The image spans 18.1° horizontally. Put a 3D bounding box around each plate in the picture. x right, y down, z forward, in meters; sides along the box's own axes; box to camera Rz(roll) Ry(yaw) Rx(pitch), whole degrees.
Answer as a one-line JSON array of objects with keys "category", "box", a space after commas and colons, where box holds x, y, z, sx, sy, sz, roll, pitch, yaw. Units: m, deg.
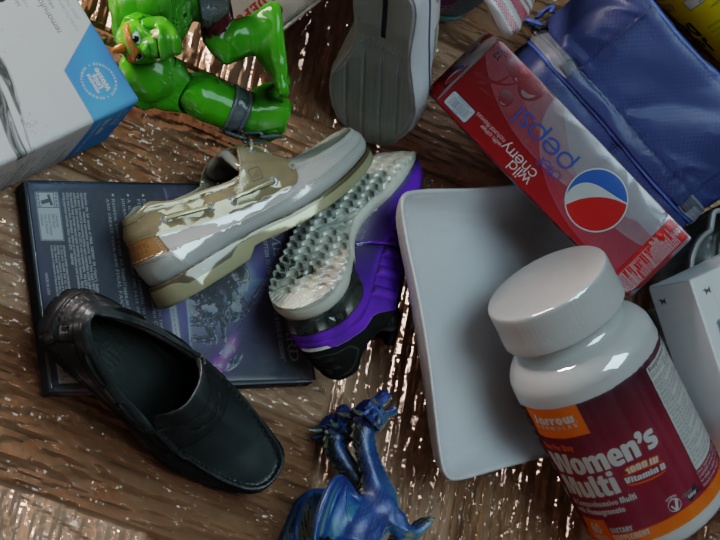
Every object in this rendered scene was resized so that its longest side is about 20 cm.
[{"category": "plate", "box": [0.097, 0.039, 1.606, 0.199, 0.032, 0.201, -7, 88, -49]}]

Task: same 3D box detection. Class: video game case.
[{"category": "video game case", "box": [-0.129, 0.011, 1.517, 0.199, 0.019, 0.143, 0, 74, -33]}]

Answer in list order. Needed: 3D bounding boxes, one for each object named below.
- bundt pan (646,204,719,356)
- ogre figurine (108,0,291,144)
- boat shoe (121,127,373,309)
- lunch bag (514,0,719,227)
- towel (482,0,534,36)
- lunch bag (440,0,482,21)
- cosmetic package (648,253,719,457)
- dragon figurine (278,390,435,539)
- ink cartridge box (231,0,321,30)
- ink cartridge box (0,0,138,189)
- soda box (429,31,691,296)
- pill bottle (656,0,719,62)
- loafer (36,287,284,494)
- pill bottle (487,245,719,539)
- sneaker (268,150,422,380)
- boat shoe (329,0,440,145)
[{"category": "bundt pan", "box": [0.298, 0.038, 1.726, 0.201, 0.076, 0.203, 5, 80, -34]}, {"category": "ogre figurine", "box": [-0.110, -0.173, 1.511, 0.119, 0.200, 0.098, -6, 55, -2]}, {"category": "boat shoe", "box": [-0.073, -0.053, 1.517, 0.200, 0.075, 0.069, -36, 100, -35]}, {"category": "lunch bag", "box": [0.196, -0.123, 1.681, 0.132, 0.136, 0.200, -43, 99, 7]}, {"category": "towel", "box": [0.078, -0.252, 1.586, 0.147, 0.030, 0.200, 55, 23, -14]}, {"category": "lunch bag", "box": [0.041, -0.288, 1.692, 0.160, 0.077, 0.201, 16, 67, -33]}, {"category": "cosmetic package", "box": [0.307, 0.079, 1.651, 0.150, 0.052, 0.201, -23, 96, -32]}, {"category": "dragon figurine", "box": [-0.016, 0.174, 1.503, 0.099, 0.059, 0.200, 40, 56, -14]}, {"category": "ink cartridge box", "box": [-0.084, -0.269, 1.565, 0.200, 0.146, 0.084, 52, 55, -7]}, {"category": "ink cartridge box", "box": [-0.257, -0.107, 1.444, 0.200, 0.067, 0.116, -30, 86, -36]}, {"category": "soda box", "box": [0.139, -0.075, 1.588, 0.063, 0.070, 0.200, -44, 100, 4]}, {"category": "pill bottle", "box": [0.318, -0.213, 1.822, 0.200, 0.104, 0.104, 43, 56, -12]}, {"category": "loafer", "box": [-0.121, 0.083, 1.448, 0.200, 0.070, 0.068, 41, 73, -28]}, {"category": "pill bottle", "box": [0.171, 0.090, 1.572, 0.110, 0.109, 0.200, -44, 115, -35]}, {"category": "sneaker", "box": [-0.001, 0.000, 1.576, 0.100, 0.069, 0.200, 65, 35, -29]}, {"category": "boat shoe", "box": [0.029, -0.163, 1.569, 0.073, 0.200, 0.067, 29, 61, 7]}]
